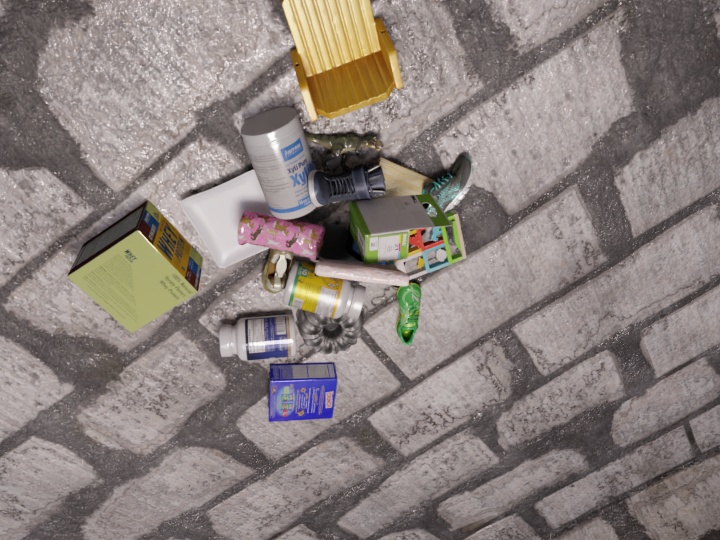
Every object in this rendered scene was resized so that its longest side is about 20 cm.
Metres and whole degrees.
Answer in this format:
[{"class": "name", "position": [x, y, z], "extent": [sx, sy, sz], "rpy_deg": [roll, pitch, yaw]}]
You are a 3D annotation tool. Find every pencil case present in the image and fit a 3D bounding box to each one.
[{"class": "pencil case", "position": [-0.181, -0.080, 1.202], "extent": [0.195, 0.084, 0.088], "rpy_deg": [11, 126, 1]}]

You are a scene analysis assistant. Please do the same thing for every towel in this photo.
[{"class": "towel", "position": [0.000, 0.000, 1.169], "extent": [0.194, 0.191, 0.033], "rpy_deg": [6, 95, -4]}]

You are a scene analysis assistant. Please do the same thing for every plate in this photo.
[{"class": "plate", "position": [-0.289, -0.122, 1.249], "extent": [0.195, 0.033, 0.203], "rpy_deg": [-22, 126, 3]}]

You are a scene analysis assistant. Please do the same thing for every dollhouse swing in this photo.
[{"class": "dollhouse swing", "position": [-0.040, -0.434, 1.012], "extent": [0.195, 0.185, 0.177], "rpy_deg": [-18, 147, 2]}]

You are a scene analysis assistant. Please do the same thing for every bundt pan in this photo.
[{"class": "bundt pan", "position": [-0.079, 0.151, 1.458], "extent": [0.196, 0.076, 0.206], "rpy_deg": [-6, 124, -8]}]

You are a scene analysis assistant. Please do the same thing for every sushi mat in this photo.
[{"class": "sushi mat", "position": [0.105, -0.193, 1.267], "extent": [0.196, 0.012, 0.098], "rpy_deg": [15, 106, -31]}]

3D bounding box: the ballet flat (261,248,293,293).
[{"class": "ballet flat", "position": [-0.204, 0.004, 1.313], "extent": [0.069, 0.072, 0.203], "rpy_deg": [5, 134, -15]}]

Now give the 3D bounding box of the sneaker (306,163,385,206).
[{"class": "sneaker", "position": [-0.025, -0.186, 1.132], "extent": [0.142, 0.202, 0.079], "rpy_deg": [-7, 98, 18]}]

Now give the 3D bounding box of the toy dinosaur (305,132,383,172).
[{"class": "toy dinosaur", "position": [-0.049, -0.268, 1.194], "extent": [0.194, 0.048, 0.090], "rpy_deg": [2, 114, -12]}]

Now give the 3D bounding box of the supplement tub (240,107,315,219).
[{"class": "supplement tub", "position": [-0.165, -0.227, 1.142], "extent": [0.129, 0.133, 0.203], "rpy_deg": [-17, 128, 0]}]

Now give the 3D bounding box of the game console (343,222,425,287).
[{"class": "game console", "position": [0.075, -0.091, 1.297], "extent": [0.198, 0.117, 0.176], "rpy_deg": [35, 112, -30]}]

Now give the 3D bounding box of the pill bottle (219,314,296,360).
[{"class": "pill bottle", "position": [-0.272, 0.180, 1.413], "extent": [0.194, 0.112, 0.113], "rpy_deg": [-3, 126, -9]}]

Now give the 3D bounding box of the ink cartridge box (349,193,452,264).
[{"class": "ink cartridge box", "position": [0.086, -0.096, 1.179], "extent": [0.195, 0.149, 0.077], "rpy_deg": [-7, 127, -12]}]

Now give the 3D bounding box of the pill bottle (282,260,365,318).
[{"class": "pill bottle", "position": [-0.090, 0.055, 1.342], "extent": [0.195, 0.114, 0.115], "rpy_deg": [16, 121, -6]}]

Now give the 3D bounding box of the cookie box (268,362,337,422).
[{"class": "cookie box", "position": [-0.174, 0.363, 1.584], "extent": [0.194, 0.076, 0.175], "rpy_deg": [1, 124, -12]}]

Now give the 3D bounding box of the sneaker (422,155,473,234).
[{"class": "sneaker", "position": [0.193, -0.188, 1.263], "extent": [0.090, 0.078, 0.203], "rpy_deg": [25, 100, -29]}]

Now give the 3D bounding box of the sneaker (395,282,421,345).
[{"class": "sneaker", "position": [0.139, 0.122, 1.479], "extent": [0.072, 0.084, 0.204], "rpy_deg": [-6, 125, -7]}]

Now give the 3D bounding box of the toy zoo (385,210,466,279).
[{"class": "toy zoo", "position": [0.152, -0.052, 1.281], "extent": [0.195, 0.021, 0.133], "rpy_deg": [-20, 124, 0]}]

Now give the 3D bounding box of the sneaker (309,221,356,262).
[{"class": "sneaker", "position": [-0.032, -0.046, 1.334], "extent": [0.198, 0.074, 0.109], "rpy_deg": [23, 86, -46]}]

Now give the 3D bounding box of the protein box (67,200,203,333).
[{"class": "protein box", "position": [-0.505, -0.007, 1.218], "extent": [0.197, 0.136, 0.200], "rpy_deg": [-29, 125, 10]}]
